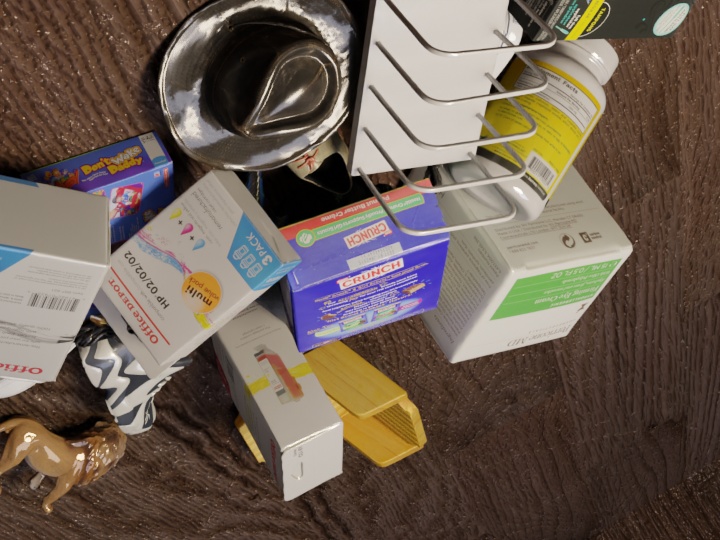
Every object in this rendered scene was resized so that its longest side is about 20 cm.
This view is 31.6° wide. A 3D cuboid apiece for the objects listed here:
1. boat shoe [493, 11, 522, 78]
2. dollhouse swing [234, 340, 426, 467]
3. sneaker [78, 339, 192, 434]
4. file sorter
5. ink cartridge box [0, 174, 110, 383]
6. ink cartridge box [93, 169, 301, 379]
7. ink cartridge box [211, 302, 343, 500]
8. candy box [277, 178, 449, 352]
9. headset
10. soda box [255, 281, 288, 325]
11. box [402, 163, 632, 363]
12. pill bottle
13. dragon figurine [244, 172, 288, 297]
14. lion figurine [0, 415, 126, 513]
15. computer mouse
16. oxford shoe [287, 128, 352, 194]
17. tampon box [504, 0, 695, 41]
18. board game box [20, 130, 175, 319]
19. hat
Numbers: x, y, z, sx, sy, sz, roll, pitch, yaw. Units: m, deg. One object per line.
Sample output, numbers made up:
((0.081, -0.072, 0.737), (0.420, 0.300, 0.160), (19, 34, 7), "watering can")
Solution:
((0.093, -0.199, 1.324), (0.065, 0.074, 0.200), (7, 132, -27), "boat shoe")
((-0.039, 0.222, 1.737), (0.176, 0.182, 0.200), (-46, 155, -16), "dollhouse swing")
((-0.234, 0.111, 1.458), (0.129, 0.080, 0.199), (-20, 140, -3), "sneaker")
((0.085, -0.151, 1.173), (0.138, 0.125, 0.200), (-10, 132, -23), "file sorter")
((-0.324, 0.010, 1.156), (0.145, 0.084, 0.200), (10, 140, -24), "ink cartridge box")
((-0.172, 0.009, 1.219), (0.200, 0.115, 0.068), (-39, 176, 13), "ink cartridge box")
((-0.099, 0.152, 1.526), (0.083, 0.200, 0.145), (-23, 150, -15), "ink cartridge box")
((0.000, 0.000, 1.336), (0.169, 0.077, 0.200), (-18, 161, -8), "candy box")
((-0.001, -0.081, 1.376), (0.200, 0.094, 0.123), (-13, 166, 30), "headset")
((-0.075, 0.021, 1.491), (0.071, 0.063, 0.200), (-36, 151, 7), "soda box")
((0.163, -0.031, 1.499), (0.199, 0.200, 0.171), (-10, 146, -35), "box")
((0.190, -0.162, 1.363), (0.200, 0.112, 0.112), (-57, 152, -10), "pill bottle")
((-0.114, -0.049, 1.311), (0.059, 0.100, 0.200), (-9, 143, -36), "dragon figurine")
((-0.371, 0.212, 1.494), (0.122, 0.073, 0.200), (-46, 145, 9), "lion figurine")
((-0.332, 0.095, 1.327), (0.200, 0.044, 0.110), (-22, 177, 10), "computer mouse")
((-0.062, -0.137, 1.250), (0.070, 0.075, 0.200), (-38, 147, 16), "oxford shoe")
((0.236, -0.315, 1.213), (0.200, 0.126, 0.150), (-10, 144, -35), "tampon box")
((-0.250, -0.037, 1.256), (0.134, 0.045, 0.200), (-21, 149, -19), "board game box")
((-0.075, -0.160, 1.142), (0.200, 0.081, 0.201), (-13, 124, -19), "hat")
